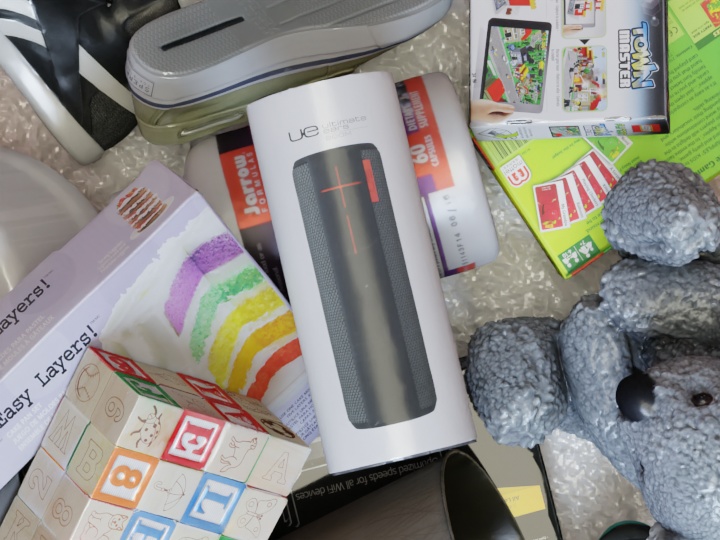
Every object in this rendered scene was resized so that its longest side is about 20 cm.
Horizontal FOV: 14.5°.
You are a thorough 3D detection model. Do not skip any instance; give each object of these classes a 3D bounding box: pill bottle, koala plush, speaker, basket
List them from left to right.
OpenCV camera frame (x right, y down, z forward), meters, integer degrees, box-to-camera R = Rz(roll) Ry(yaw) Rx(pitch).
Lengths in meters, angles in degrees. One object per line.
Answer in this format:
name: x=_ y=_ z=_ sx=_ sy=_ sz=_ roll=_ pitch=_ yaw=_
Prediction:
pill bottle: x=-0.032 y=-0.031 z=1.562 sx=0.199 sy=0.111 sz=0.112 roll=-17 pitch=94 yaw=0
basket: x=-0.014 y=0.196 z=1.505 sx=0.199 sy=0.180 sz=0.136 roll=-24 pitch=84 yaw=11
speaker: x=0.000 y=0.000 z=1.465 sx=0.081 sy=0.081 sz=0.201 roll=-12 pitch=87 yaw=0
koala plush: x=0.184 y=0.079 z=1.485 sx=0.184 sy=0.200 sz=0.177 roll=34 pitch=106 yaw=-26

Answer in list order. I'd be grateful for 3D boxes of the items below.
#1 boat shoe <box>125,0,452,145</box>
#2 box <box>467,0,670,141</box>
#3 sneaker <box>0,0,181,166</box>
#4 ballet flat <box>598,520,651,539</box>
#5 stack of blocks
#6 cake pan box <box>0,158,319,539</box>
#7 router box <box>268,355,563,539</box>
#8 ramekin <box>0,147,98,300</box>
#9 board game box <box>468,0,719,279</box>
boat shoe: x=-0.041 y=-0.127 z=1.573 sx=0.199 sy=0.062 sz=0.072 roll=-19 pitch=54 yaw=-21
box: x=0.115 y=-0.174 z=1.561 sx=0.110 sy=0.035 sz=0.201 roll=-1 pitch=79 yaw=9
sneaker: x=-0.168 y=-0.164 z=1.556 sx=0.112 sy=0.073 sz=0.200 roll=-38 pitch=121 yaw=-2
ballet flat: x=0.126 y=0.232 z=1.565 sx=0.068 sy=0.068 sz=0.201 roll=7 pitch=119 yaw=-18
stack of blocks: x=-0.124 y=0.151 z=1.439 sx=0.115 sy=0.059 sz=0.200 roll=20 pitch=101 yaw=-40
cake pan box: x=-0.121 y=0.071 z=1.472 sx=0.200 sy=0.052 sz=0.184 roll=-43 pitch=129 yaw=-9
router box: x=0.011 y=0.144 z=1.603 sx=0.199 sy=0.052 sz=0.158 roll=-14 pitch=94 yaw=0
ramekin: x=-0.232 y=0.032 z=1.535 sx=0.200 sy=0.098 sz=0.201 roll=1 pitch=93 yaw=24
board game box: x=0.168 y=-0.093 z=1.593 sx=0.200 sy=0.048 sz=0.102 roll=-34 pitch=94 yaw=2
